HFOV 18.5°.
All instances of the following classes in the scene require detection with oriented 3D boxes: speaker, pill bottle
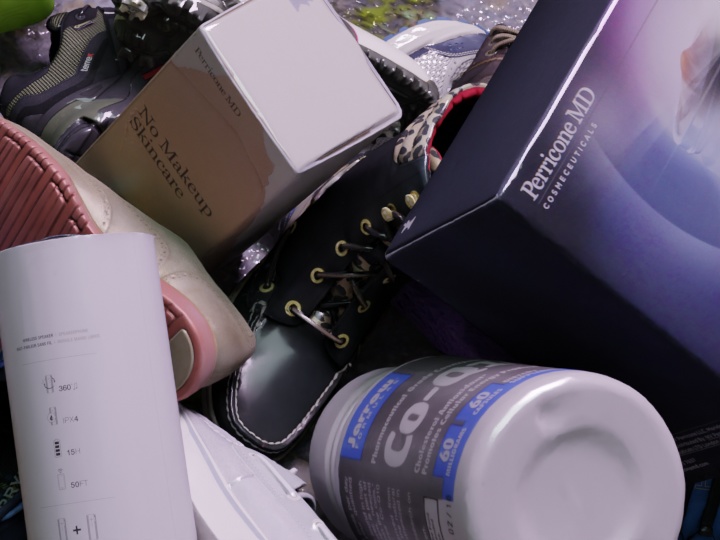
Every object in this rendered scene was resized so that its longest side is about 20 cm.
[{"bbox_3d":[-0.124,0.083,1.047,0.081,0.081,0.200,-7,84,-19],"label":"speaker"},{"bbox_3d":[0.056,0.098,1.053,0.114,0.200,0.114,0,91,-24],"label":"pill bottle"}]

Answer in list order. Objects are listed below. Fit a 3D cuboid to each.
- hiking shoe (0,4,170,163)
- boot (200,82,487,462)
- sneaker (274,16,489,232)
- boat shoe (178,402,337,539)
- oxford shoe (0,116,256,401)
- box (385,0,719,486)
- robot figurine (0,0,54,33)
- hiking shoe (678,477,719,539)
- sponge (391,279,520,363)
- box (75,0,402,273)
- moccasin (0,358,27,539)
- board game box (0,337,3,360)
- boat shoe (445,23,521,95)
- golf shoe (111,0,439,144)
[{"bbox_3d":[-0.136,-0.135,1.323,0.101,0.076,0.200,37,51,17],"label":"hiking shoe"},{"bbox_3d":[-0.001,-0.002,1.153,0.073,0.154,0.204,36,58,-14],"label":"boot"},{"bbox_3d":[0.013,-0.076,1.312,0.200,0.077,0.085,-31,66,-24],"label":"sneaker"},{"bbox_3d":[-0.053,0.122,1.083,0.068,0.072,0.200,-8,28,-28],"label":"boat shoe"},{"bbox_3d":[-0.137,-0.009,1.144,0.200,0.071,0.074,46,26,17],"label":"oxford shoe"},{"bbox_3d":[0.154,-0.035,1.085,0.198,0.123,0.200,37,63,-12],"label":"box"},{"bbox_3d":[-0.257,-0.187,1.303,0.200,0.116,0.175,-17,19,-7],"label":"robot figurine"},{"bbox_3d":[0.169,0.126,1.146,0.200,0.074,0.087,-26,68,-23],"label":"hiking shoe"},{"bbox_3d":[0.117,-0.001,1.284,0.200,0.030,0.112,-28,59,-33],"label":"sponge"},{"bbox_3d":[-0.072,-0.066,1.173,0.078,0.200,0.095,-32,86,-34],"label":"box"},{"bbox_3d":[-0.157,0.074,1.124,0.080,0.068,0.200,12,46,-1],"label":"moccasin"},{"bbox_3d":[-0.274,0.065,1.076,0.153,0.040,0.200,19,62,16],"label":"board game box"},{"bbox_3d":[0.084,-0.105,1.250,0.074,0.200,0.073,9,86,2],"label":"boat shoe"},{"bbox_3d":[-0.041,-0.141,1.256,0.200,0.077,0.088,23,53,5],"label":"golf shoe"}]
